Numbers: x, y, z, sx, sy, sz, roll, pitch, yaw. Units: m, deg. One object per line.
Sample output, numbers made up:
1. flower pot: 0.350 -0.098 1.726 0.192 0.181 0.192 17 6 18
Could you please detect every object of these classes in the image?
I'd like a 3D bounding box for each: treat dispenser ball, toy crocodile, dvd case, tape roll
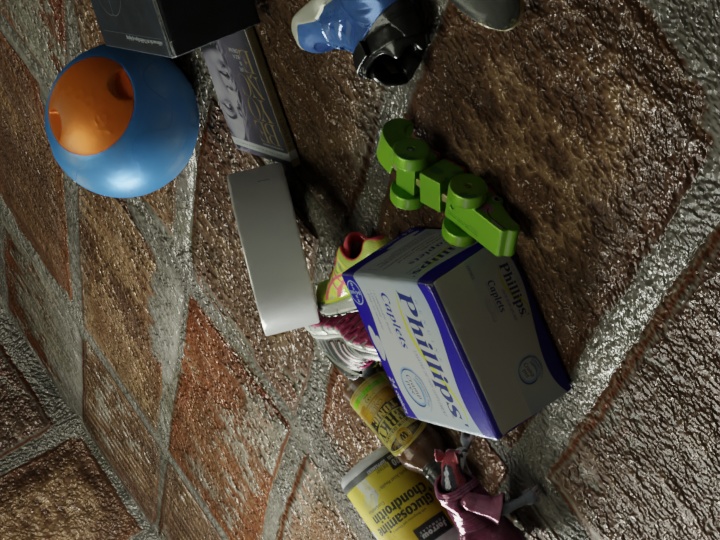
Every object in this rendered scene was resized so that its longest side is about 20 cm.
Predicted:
1. treat dispenser ball: -0.310 -0.195 2.040 0.201 0.200 0.201 46 154 30
2. toy crocodile: 0.085 -0.082 1.547 0.200 0.062 0.068 38 144 33
3. dvd case: -0.144 -0.227 1.896 0.149 0.016 0.201 23 138 55
4. tape roll: -0.105 -0.026 1.890 0.202 0.070 0.203 167 90 -88

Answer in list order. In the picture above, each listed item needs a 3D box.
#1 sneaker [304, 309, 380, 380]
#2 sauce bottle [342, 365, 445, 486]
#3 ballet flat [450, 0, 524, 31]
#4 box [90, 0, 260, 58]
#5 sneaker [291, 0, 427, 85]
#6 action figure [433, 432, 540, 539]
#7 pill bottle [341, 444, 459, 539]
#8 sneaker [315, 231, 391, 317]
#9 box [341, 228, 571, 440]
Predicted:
1. sneaker: 0.008 0.089 1.897 0.200 0.074 0.088 7 133 58
2. sauce bottle: 0.059 0.201 1.932 0.200 0.065 0.065 46 154 27
3. ballet flat: 0.078 -0.287 1.334 0.200 0.066 0.057 54 -158 12
4. box: -0.232 -0.357 1.767 0.200 0.124 0.197 21 130 57
5. sneaker: 0.001 -0.221 1.519 0.200 0.076 0.112 -29 82 61
6. action figure: 0.123 0.278 1.801 0.200 0.149 0.134 56 168 -30
7. pill bottle: 0.073 0.317 1.980 0.200 0.112 0.112 54 157 12
8. sneaker: 0.000 0.000 1.813 0.200 0.078 0.091 -14 94 63
9. box: 0.096 0.062 1.631 0.200 0.105 0.185 4 122 63
